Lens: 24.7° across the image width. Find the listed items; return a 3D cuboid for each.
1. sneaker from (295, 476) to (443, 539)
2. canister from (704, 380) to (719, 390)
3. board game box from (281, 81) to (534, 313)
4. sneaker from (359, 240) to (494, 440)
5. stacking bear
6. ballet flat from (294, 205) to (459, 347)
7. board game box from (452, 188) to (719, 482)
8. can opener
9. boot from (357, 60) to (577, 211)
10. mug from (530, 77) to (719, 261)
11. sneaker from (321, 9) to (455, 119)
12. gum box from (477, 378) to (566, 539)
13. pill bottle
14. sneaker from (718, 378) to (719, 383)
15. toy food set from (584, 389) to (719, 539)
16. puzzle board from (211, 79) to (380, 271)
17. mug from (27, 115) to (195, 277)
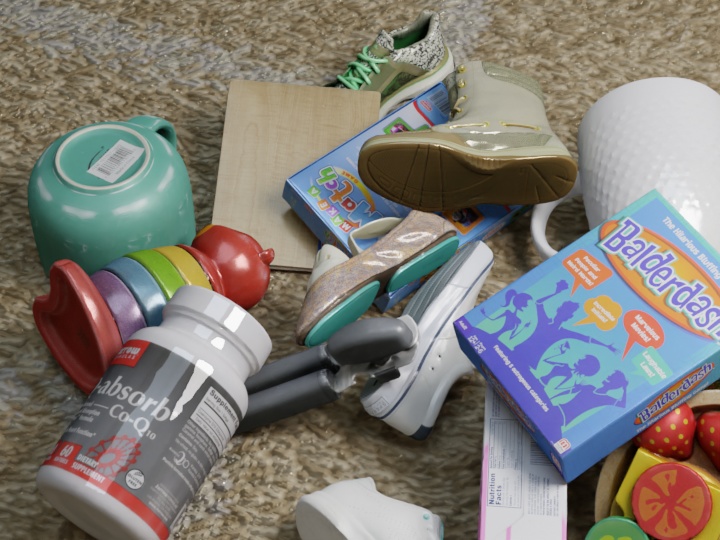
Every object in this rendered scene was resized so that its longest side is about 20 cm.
[{"bbox_3d":[0.040,0.226,1.284,0.088,0.076,0.200,-22,48,-33],"label":"sneaker"},{"bbox_3d":[0.332,0.062,1.375,0.198,0.150,0.087,6,5,3],"label":"canister"},{"bbox_3d":[0.049,-0.072,1.548,0.199,0.037,0.151,-34,73,-27],"label":"board game box"},{"bbox_3d":[0.070,0.062,1.433,0.071,0.073,0.200,42,59,-14],"label":"sneaker"},{"bbox_3d":[-0.168,0.023,1.449,0.199,0.121,0.114,-25,78,-32],"label":"stacking bear"},{"bbox_3d":[0.000,0.000,1.443,0.199,0.068,0.067,-31,68,-36],"label":"ballet flat"},{"bbox_3d":[0.194,0.046,1.268,0.199,0.045,0.152,-33,54,-9],"label":"board game box"},{"bbox_3d":[-0.040,0.080,1.375,0.199,0.067,0.053,-24,42,21],"label":"can opener"},{"bbox_3d":[0.087,-0.128,1.507,0.198,0.072,0.155,1,41,-11],"label":"boot"},{"bbox_3d":[0.251,-0.056,1.493,0.199,0.148,0.176,-13,49,15],"label":"mug"},{"bbox_3d":[0.010,-0.203,1.661,0.200,0.089,0.077,-36,55,-25],"label":"sneaker"},{"bbox_3d":[0.126,0.178,1.290,0.066,0.114,0.201,3,47,5],"label":"gum box"},{"bbox_3d":[-0.162,0.119,1.326,0.115,0.116,0.201,22,65,21],"label":"pill bottle"},{"bbox_3d":[0.321,0.122,1.305,0.080,0.202,0.075,4,4,-8],"label":"sneaker"},{"bbox_3d":[0.274,0.192,1.248,0.199,0.199,0.049,25,11,13],"label":"toy food set"},{"bbox_3d":[-0.062,-0.089,1.576,0.150,0.017,0.201,5,64,-1],"label":"puzzle board"},{"bbox_3d":[-0.235,-0.076,1.533,0.151,0.115,0.186,-11,48,-9],"label":"mug"}]
